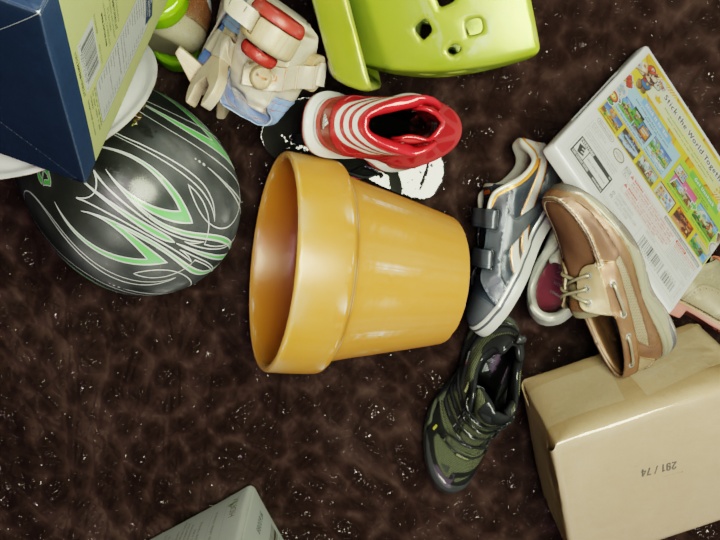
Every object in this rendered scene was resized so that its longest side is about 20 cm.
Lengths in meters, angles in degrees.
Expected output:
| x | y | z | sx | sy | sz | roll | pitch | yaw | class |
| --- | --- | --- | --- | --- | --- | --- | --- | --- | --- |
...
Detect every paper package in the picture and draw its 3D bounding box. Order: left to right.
| x | y | z | sx | sy | sz | roll | pitch | yaw | class |
| --- | --- | --- | --- | --- | --- | --- | --- | --- | --- |
| 0.282 | 0.180 | 0.846 | 0.195 | 0.104 | 0.194 | -18 | 121 | 1 | paper package |

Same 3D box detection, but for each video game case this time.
| x | y | z | sx | sy | sz | roll | pitch | yaw | class |
| --- | --- | --- | --- | --- | --- | --- | --- | --- | --- |
| 0.288 | -0.092 | 0.821 | 0.182 | 0.023 | 0.201 | -43 | 101 | -27 | video game case |

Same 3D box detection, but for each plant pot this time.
| x | y | z | sx | sy | sz | roll | pitch | yaw | class |
| --- | --- | --- | --- | --- | --- | --- | --- | --- | --- |
| 0.000 | 0.000 | 0.799 | 0.178 | 0.200 | 0.206 | 6 | 101 | -19 | plant pot |
| 0.046 | -0.266 | 0.744 | 0.177 | 0.199 | 0.205 | -15 | 101 | 8 | plant pot |

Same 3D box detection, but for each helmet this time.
| x | y | z | sx | sy | sz | roll | pitch | yaw | class |
| --- | --- | --- | --- | --- | --- | --- | --- | --- | --- |
| -0.208 | -0.072 | 0.778 | 0.190 | 0.200 | 0.202 | 39 | 97 | 9 | helmet |

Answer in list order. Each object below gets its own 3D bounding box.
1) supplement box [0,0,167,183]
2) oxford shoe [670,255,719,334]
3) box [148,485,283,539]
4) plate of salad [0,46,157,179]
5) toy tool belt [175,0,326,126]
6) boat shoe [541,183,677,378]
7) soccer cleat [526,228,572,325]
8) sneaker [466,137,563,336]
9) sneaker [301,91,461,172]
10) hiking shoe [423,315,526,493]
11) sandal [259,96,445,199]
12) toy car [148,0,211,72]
| x | y | z | sx | sy | sz | roll | pitch | yaw | class |
| --- | --- | --- | --- | --- | --- | --- | --- | --- | --- |
| -0.214 | -0.207 | 0.541 | 0.131 | 0.201 | 0.204 | 18 | 67 | -5 | supplement box |
| 0.376 | 0.026 | 0.866 | 0.195 | 0.070 | 0.077 | 20 | 94 | -6 | oxford shoe |
| -0.144 | 0.380 | 0.845 | 0.168 | 0.200 | 0.202 | -27 | 101 | 5 | box |
| -0.258 | -0.134 | 0.675 | 0.195 | 0.203 | 0.049 | -11 | 136 | 0 | plate of salad |
| -0.095 | -0.169 | 0.707 | 0.123 | 0.201 | 0.124 | 30 | 105 | -15 | toy tool belt |
| 0.222 | 0.014 | 0.767 | 0.071 | 0.076 | 0.202 | -37 | 102 | -13 | boat shoe |
| 0.226 | -0.035 | 0.834 | 0.069 | 0.086 | 0.204 | 24 | 99 | 17 | soccer cleat |
| 0.144 | -0.038 | 0.843 | 0.078 | 0.078 | 0.203 | 28 | 87 | -11 | sneaker |
| 0.052 | -0.121 | 0.751 | 0.197 | 0.114 | 0.081 | -12 | 110 | -42 | sneaker |
| 0.117 | 0.146 | 0.862 | 0.074 | 0.101 | 0.205 | 16 | 99 | -4 | hiking shoe |
| -0.005 | -0.124 | 0.838 | 0.195 | 0.045 | 0.077 | 16 | 99 | -5 | sandal |
| -0.195 | -0.312 | 0.752 | 0.154 | 0.164 | 0.205 | 15 | 87 | -4 | toy car |
